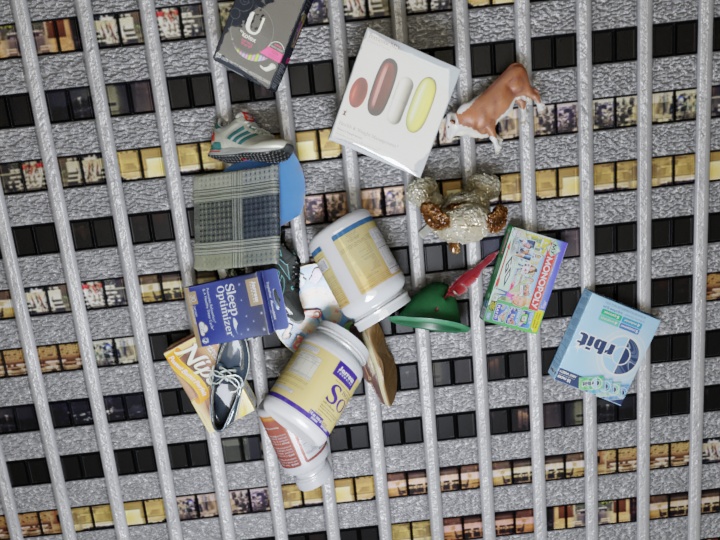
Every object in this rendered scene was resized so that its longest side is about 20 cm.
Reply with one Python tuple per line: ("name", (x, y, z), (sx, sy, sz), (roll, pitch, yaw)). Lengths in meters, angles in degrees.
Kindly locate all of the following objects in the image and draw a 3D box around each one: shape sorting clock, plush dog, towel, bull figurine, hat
("shape sorting clock", (-0.091, 0.088, 1.253), (0.193, 0.039, 0.207), (0, 102, -1))
("plush dog", (0.190, -0.100, 1.153), (0.193, 0.172, 0.166), (-3, 102, -2))
("towel", (-0.243, -0.102, 1.168), (0.194, 0.034, 0.199), (-3, 85, 19))
("bull figurine", (0.262, -0.309, 1.168), (0.199, 0.065, 0.122), (-41, 103, 9))
("hat", (0.158, 0.028, 1.222), (0.197, 0.163, 0.182), (17, 77, -44))

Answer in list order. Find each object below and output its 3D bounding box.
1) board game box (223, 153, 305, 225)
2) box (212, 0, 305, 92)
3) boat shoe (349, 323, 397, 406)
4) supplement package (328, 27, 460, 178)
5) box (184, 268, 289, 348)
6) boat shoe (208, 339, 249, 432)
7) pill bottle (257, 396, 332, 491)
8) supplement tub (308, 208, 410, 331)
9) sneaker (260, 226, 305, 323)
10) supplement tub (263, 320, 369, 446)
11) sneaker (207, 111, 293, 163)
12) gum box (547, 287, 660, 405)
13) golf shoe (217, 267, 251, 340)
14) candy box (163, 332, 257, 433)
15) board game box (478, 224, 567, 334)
("board game box", (-0.188, -0.158, 1.191), (0.196, 0.039, 0.162), (-27, 84, 22))
("box", (-0.176, -0.456, 1.107), (0.119, 0.106, 0.204), (24, 100, -6))
("boat shoe", (0.025, 0.199, 1.269), (0.070, 0.072, 0.204), (-4, 120, 30))
("supplement package", (0.059, -0.310, 1.121), (0.186, 0.147, 0.205), (20, 102, -5))
("box", (-0.244, 0.074, 1.165), (0.194, 0.032, 0.125), (-12, 94, 14))
("boat shoe", (-0.272, 0.225, 1.211), (0.073, 0.062, 0.206), (14, 96, -3))
("pill bottle", (-0.134, 0.358, 1.270), (0.109, 0.112, 0.205), (-21, 101, 3))
("supplement tub", (0.000, 0.000, 1.166), (0.142, 0.145, 0.204), (-29, 88, 5))
("sneaker", (-0.152, 0.008, 1.199), (0.078, 0.075, 0.204), (-26, 85, 1))
("supplement tub", (-0.082, 0.218, 1.161), (0.144, 0.145, 0.202), (37, 68, -8))
("sneaker", (-0.211, -0.259, 1.135), (0.195, 0.070, 0.097), (4, 87, 32))
("gum box", (0.523, 0.165, 1.280), (0.166, 0.045, 0.205), (20, 101, -6))
("golf shoe", (-0.266, 0.054, 1.227), (0.086, 0.077, 0.205), (-20, 100, 12))
("candy box", (-0.317, 0.229, 1.268), (0.113, 0.055, 0.204), (-26, 101, 2))
("board game box", (0.340, 0.020, 1.245), (0.131, 0.029, 0.206), (13, 101, -12))
